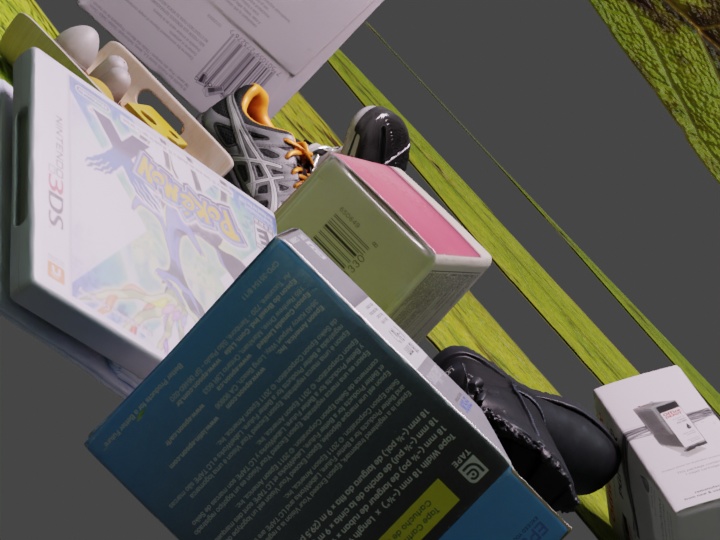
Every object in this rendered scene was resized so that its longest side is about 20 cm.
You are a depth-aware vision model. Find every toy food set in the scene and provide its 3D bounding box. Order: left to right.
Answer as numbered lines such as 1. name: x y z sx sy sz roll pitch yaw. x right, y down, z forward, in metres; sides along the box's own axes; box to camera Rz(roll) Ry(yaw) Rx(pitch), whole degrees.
1. toy food set: -0.172 -0.126 1.613 0.144 0.060 0.200 45 11 9

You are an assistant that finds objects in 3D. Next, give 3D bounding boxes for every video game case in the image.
1. video game case: -0.114 -0.010 1.220 0.200 0.022 0.183 35 33 -36

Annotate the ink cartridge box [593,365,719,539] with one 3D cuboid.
1. ink cartridge box: 0.266 0.193 1.800 0.200 0.082 0.148 -119 -164 -61

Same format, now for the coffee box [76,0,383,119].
1. coffee box: -0.113 -0.263 2.001 0.200 0.200 0.198 42 10 -12

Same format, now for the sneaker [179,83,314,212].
1. sneaker: -0.066 -0.071 1.762 0.200 0.077 0.078 50 10 24

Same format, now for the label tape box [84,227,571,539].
1. label tape box: -0.014 0.101 1.083 0.200 0.144 0.063 45 8 2

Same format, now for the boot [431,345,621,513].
1. boot: 0.136 0.142 1.708 0.198 0.074 0.163 34 11 -18

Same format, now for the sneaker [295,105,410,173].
1. sneaker: -0.028 -0.083 1.811 0.115 0.076 0.201 40 -31 21

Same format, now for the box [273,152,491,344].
1. box: 0.000 0.000 1.586 0.109 0.128 0.200 45 9 10

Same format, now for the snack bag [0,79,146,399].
1. snack bag: -0.137 -0.006 1.226 0.200 0.021 0.189 37 31 -33
